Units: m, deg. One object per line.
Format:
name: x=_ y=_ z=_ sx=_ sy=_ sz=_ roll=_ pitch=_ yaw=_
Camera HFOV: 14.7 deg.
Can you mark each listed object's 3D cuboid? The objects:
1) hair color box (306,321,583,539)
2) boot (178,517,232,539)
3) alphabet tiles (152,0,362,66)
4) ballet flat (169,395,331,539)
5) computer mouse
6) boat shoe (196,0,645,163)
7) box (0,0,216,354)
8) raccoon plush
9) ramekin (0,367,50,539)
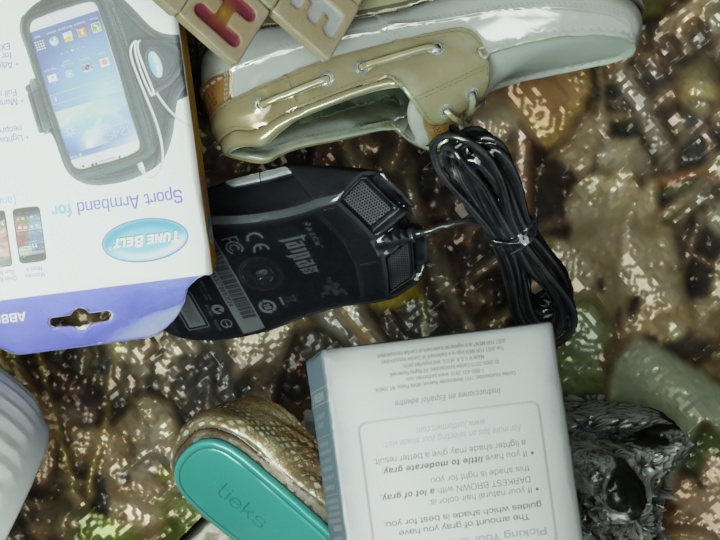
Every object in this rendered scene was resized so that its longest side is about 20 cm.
hair color box: x=0.041 y=0.128 z=1.154 sx=0.099 sy=0.061 sz=0.200 roll=-7 pitch=84 yaw=-9
boot: x=-0.058 y=0.207 z=1.263 sx=0.151 sy=0.073 sz=0.200 roll=41 pitch=87 yaw=-1
alphabet tiles: x=-0.047 y=-0.189 z=1.193 sx=0.167 sy=0.008 sz=0.200 roll=41 pitch=55 yaw=-19
ballet flat: x=0.004 y=0.126 z=1.218 sx=0.200 sy=0.065 sz=0.070 roll=47 pitch=122 yaw=-6
computer mouse: x=0.000 y=0.000 z=1.258 sx=0.200 sy=0.046 sz=0.141 roll=-17 pitch=128 yaw=24
boat shoe: x=0.029 y=-0.087 z=1.235 sx=0.200 sy=0.075 sz=0.069 roll=-7 pitch=70 yaw=4
box: x=-0.130 y=-0.068 z=1.196 sx=0.119 sy=0.041 sz=0.200 roll=-7 pitch=99 yaw=1
raccoon plush: x=0.074 y=0.127 z=1.268 sx=0.200 sy=0.097 sz=0.134 roll=11 pitch=108 yaw=29
ramekin: x=-0.217 y=0.110 z=1.201 sx=0.105 sy=0.200 sz=0.200 roll=29 pitch=93 yaw=-10
